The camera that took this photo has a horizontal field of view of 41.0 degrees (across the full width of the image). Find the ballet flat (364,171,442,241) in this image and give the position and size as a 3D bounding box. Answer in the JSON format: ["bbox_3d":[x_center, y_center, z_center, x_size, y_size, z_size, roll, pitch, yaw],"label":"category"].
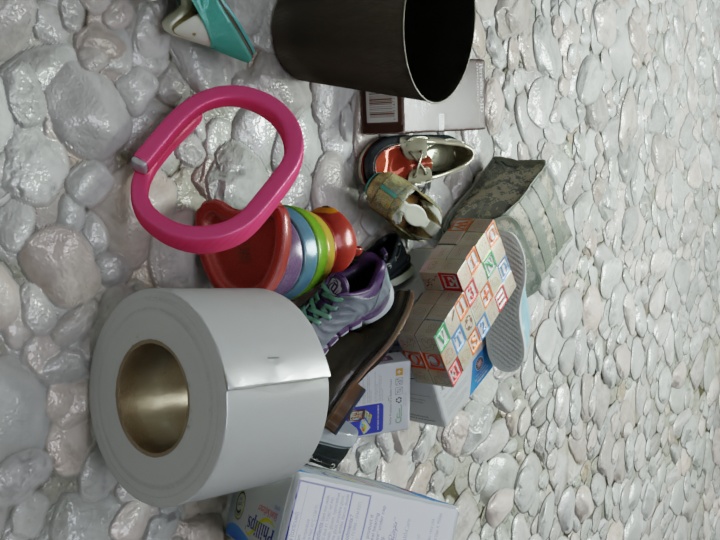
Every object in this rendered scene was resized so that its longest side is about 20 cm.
[{"bbox_3d":[0.071,-0.073,1.269,0.200,0.070,0.071,30,71,-61],"label":"ballet flat"}]

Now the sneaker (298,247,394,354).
[{"bbox_3d":[-0.049,0.045,1.067,0.200,0.074,0.088,-36,148,-23],"label":"sneaker"}]

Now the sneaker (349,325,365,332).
[{"bbox_3d":[-0.005,0.129,1.220,0.082,0.073,0.200,-57,132,-23],"label":"sneaker"}]

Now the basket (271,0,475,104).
[{"bbox_3d":[0.009,-0.276,1.086,0.136,0.199,0.181,15,84,-52],"label":"basket"}]

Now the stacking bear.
[{"bbox_3d":[-0.075,-0.027,1.091,0.200,0.121,0.114,-10,100,-58],"label":"stacking bear"}]

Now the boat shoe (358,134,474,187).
[{"bbox_3d":[0.076,-0.147,1.295,0.200,0.062,0.072,-15,108,-48],"label":"boat shoe"}]

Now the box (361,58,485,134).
[{"bbox_3d":[0.088,-0.234,1.293,0.200,0.075,0.101,-14,105,-51],"label":"box"}]

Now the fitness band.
[{"bbox_3d":[-0.142,-0.106,0.969,0.200,0.143,0.037,-56,170,-29],"label":"fitness band"}]

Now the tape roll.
[{"bbox_3d":[-0.149,0.117,0.936,0.139,0.202,0.204,1,94,-50],"label":"tape roll"}]

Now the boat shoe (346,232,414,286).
[{"bbox_3d":[0.002,0.000,1.212,0.199,0.074,0.066,-26,112,-47],"label":"boat shoe"}]

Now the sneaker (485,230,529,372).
[{"bbox_3d":[0.206,0.040,1.381,0.082,0.074,0.201,-34,125,-74],"label":"sneaker"}]

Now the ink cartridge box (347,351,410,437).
[{"bbox_3d":[-0.035,0.160,1.167,0.199,0.037,0.095,-7,110,-21],"label":"ink cartridge box"}]

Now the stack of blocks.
[{"bbox_3d":[0.122,0.038,1.239,0.200,0.058,0.115,-53,132,-37],"label":"stack of blocks"}]

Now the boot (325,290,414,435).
[{"bbox_3d":[-0.016,0.082,1.120,0.200,0.097,0.075,-57,177,-28],"label":"boot"}]

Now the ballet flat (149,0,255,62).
[{"bbox_3d":[-0.182,-0.280,0.968,0.070,0.067,0.200,-40,127,-12],"label":"ballet flat"}]

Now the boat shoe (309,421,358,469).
[{"bbox_3d":[-0.093,0.184,1.097,0.199,0.069,0.057,20,101,-29],"label":"boat shoe"}]

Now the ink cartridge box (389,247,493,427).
[{"bbox_3d":[0.098,0.089,1.332,0.146,0.086,0.201,-43,124,-41],"label":"ink cartridge box"}]

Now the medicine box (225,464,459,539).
[{"bbox_3d":[-0.025,0.280,1.069,0.199,0.182,0.103,18,80,-22],"label":"medicine box"}]

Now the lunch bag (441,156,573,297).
[{"bbox_3d":[0.215,-0.047,1.442,0.200,0.117,0.164,-50,130,-27],"label":"lunch bag"}]
